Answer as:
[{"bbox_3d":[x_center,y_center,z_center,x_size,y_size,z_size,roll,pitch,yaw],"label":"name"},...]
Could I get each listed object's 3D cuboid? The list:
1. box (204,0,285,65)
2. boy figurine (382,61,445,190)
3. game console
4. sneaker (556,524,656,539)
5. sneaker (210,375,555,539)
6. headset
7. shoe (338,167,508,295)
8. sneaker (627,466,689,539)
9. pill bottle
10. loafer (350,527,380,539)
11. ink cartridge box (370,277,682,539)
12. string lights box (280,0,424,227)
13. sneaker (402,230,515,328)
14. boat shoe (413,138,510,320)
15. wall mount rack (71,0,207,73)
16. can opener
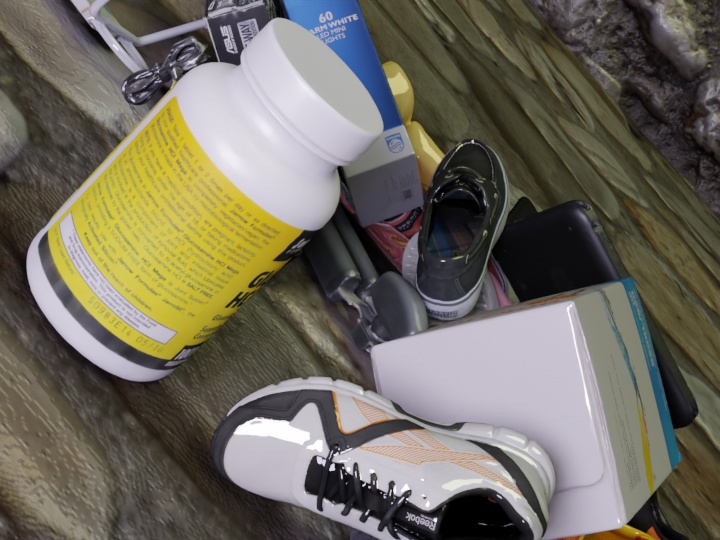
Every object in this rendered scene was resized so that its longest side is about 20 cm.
[{"bbox_3d":[-0.083,-0.182,1.132,0.201,0.049,0.159,-99,175,-56],"label":"box"},{"bbox_3d":[0.046,-0.100,1.258,0.124,0.064,0.201,18,-36,59],"label":"boy figurine"},{"bbox_3d":[0.203,0.026,1.149,0.116,0.175,0.201,-34,98,-34],"label":"game console"},{"bbox_3d":[0.213,0.242,1.019,0.199,0.077,0.073,37,50,-17],"label":"sneaker"},{"bbox_3d":[0.013,0.114,0.763,0.198,0.074,0.080,9,23,2],"label":"sneaker"},{"bbox_3d":[-0.095,-0.082,0.973,0.200,0.094,0.124,43,17,-47],"label":"headset"},{"bbox_3d":[0.047,-0.032,1.176,0.200,0.072,0.091,44,2,2],"label":"shoe"},{"bbox_3d":[0.203,0.139,1.090,0.070,0.089,0.202,-26,100,-65],"label":"sneaker"},{"bbox_3d":[-0.084,-0.040,0.764,0.112,0.200,0.113,40,22,-20],"label":"pill bottle"},{"bbox_3d":[0.037,0.200,0.772,0.063,0.072,0.201,44,17,-22],"label":"loafer"},{"bbox_3d":[0.119,0.096,0.945,0.200,0.146,0.146,-10,86,-68],"label":"ink cartridge box"},{"bbox_3d":[-0.010,-0.149,1.101,0.103,0.058,0.202,71,-1,-69],"label":"string lights box"},{"bbox_3d":[0.107,0.049,1.163,0.201,0.075,0.105,59,22,-1],"label":"sneaker"},{"bbox_3d":[0.082,-0.047,1.085,0.068,0.057,0.201,6,42,8],"label":"boat shoe"},{"bbox_3d":[-0.195,-0.242,1.092,0.201,0.074,0.174,53,7,10],"label":"wall mount rack"},{"bbox_3d":[0.000,0.000,1.069,0.052,0.067,0.201,21,28,-47],"label":"can opener"}]
